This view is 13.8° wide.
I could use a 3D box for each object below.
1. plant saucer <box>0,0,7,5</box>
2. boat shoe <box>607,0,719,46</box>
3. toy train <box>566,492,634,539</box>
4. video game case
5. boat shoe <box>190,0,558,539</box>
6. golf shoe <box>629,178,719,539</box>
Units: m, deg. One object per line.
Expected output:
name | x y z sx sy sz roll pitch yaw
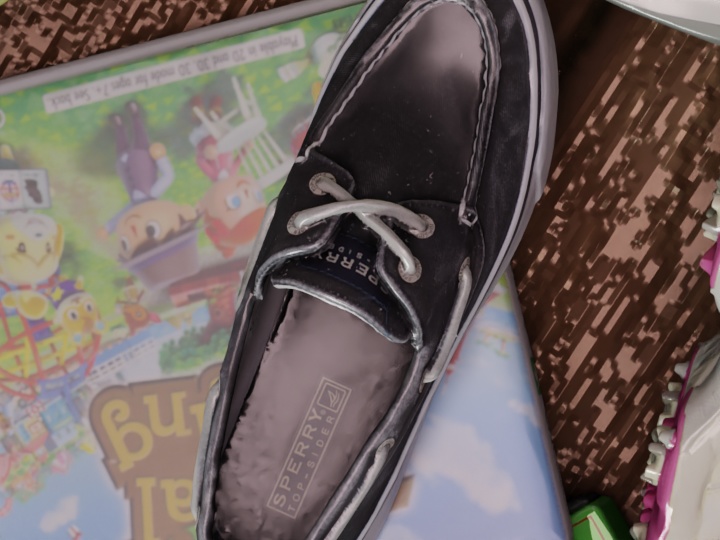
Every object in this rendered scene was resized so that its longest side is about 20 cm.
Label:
plant saucer | -0.156 -0.160 0.851 0.200 0.048 0.200 -21 98 47
boat shoe | 0.147 -0.086 0.849 0.201 0.074 0.065 21 107 10
toy train | 0.006 0.133 0.925 0.200 0.042 0.057 -31 85 12
video game case | -0.051 0.021 0.903 0.199 0.022 0.183 -13 88 9
boat shoe | 0.000 0.000 0.848 0.072 0.068 0.201 24 94 9
golf shoe | 0.128 0.036 0.829 0.091 0.075 0.201 15 120 5
